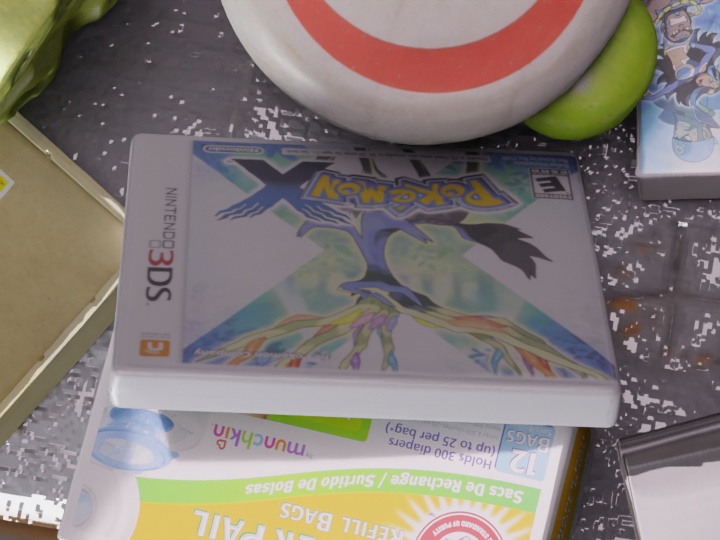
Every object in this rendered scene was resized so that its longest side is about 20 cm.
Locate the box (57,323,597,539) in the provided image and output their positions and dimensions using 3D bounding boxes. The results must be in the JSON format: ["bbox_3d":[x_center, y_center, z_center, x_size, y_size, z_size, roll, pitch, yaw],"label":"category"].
[{"bbox_3d":[-0.010,0.091,1.088,0.199,0.101,0.113,11,77,11],"label":"box"}]

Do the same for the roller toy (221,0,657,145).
[{"bbox_3d":[0.026,-0.149,1.114,0.181,0.140,0.201,-8,93,-1],"label":"roller toy"}]

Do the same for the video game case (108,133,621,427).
[{"bbox_3d":[0.000,0.000,1.073,0.199,0.022,0.183,3,33,-4],"label":"video game case"}]

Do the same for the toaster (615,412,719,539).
[{"bbox_3d":[0.176,0.136,1.008,0.118,0.181,0.201,-13,75,6],"label":"toaster"}]

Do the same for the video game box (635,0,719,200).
[{"bbox_3d":[0.219,-0.125,1.140,0.199,0.047,0.183,-1,74,8],"label":"video game box"}]

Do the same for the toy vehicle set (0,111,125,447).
[{"bbox_3d":[-0.199,-0.027,1.185,0.200,0.027,0.124,41,84,16],"label":"toy vehicle set"}]

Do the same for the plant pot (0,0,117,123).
[{"bbox_3d":[-0.192,-0.169,1.133,0.184,0.200,0.201,39,84,0],"label":"plant pot"}]
